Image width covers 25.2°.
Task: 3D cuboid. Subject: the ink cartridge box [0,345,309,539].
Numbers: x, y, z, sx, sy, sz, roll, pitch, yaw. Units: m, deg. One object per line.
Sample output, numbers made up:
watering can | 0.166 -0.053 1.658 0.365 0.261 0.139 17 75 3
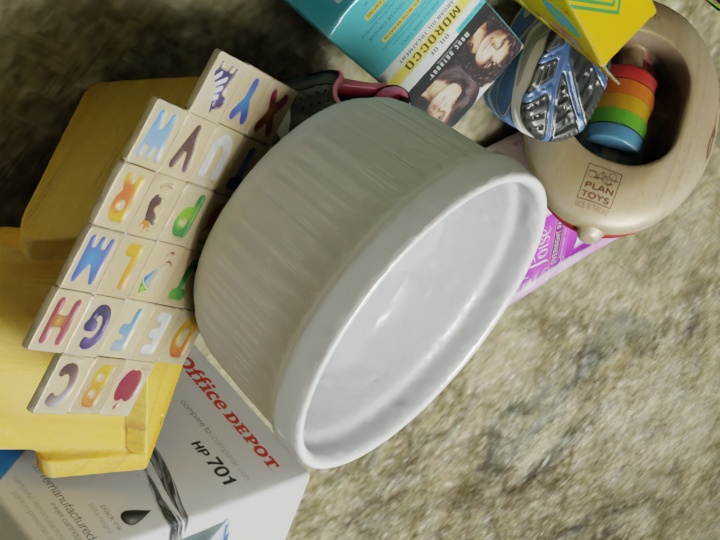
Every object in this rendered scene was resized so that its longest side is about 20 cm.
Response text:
ink cartridge box | -0.156 0.137 1.022 0.199 0.146 0.086 -16 138 -41

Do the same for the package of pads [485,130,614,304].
package of pads | 0.148 -0.059 1.230 0.199 0.076 0.121 -29 144 -26

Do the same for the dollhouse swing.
dollhouse swing | -0.191 -0.001 0.922 0.201 0.175 0.182 97 6 -47

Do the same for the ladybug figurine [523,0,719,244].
ladybug figurine | 0.181 -0.101 1.142 0.072 0.135 0.201 102 10 -63

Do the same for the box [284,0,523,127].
box | 0.029 -0.151 0.974 0.082 0.049 0.200 -49 155 7

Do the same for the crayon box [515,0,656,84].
crayon box | 0.101 -0.200 0.946 0.051 0.127 0.200 -45 151 2

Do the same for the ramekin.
ramekin | 0.000 0.000 0.888 0.200 0.105 0.201 -40 155 -23

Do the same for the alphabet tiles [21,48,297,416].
alphabet tiles | -0.098 -0.014 0.827 0.201 0.006 0.166 -62 160 4

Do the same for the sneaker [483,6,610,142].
sneaker | 0.144 -0.184 1.083 0.076 0.077 0.201 35 82 -30

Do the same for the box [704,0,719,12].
box | 0.194 -0.243 0.930 0.124 0.200 0.148 -50 149 10

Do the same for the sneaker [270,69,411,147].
sneaker | -0.003 -0.079 0.976 0.095 0.080 0.200 -22 167 22
